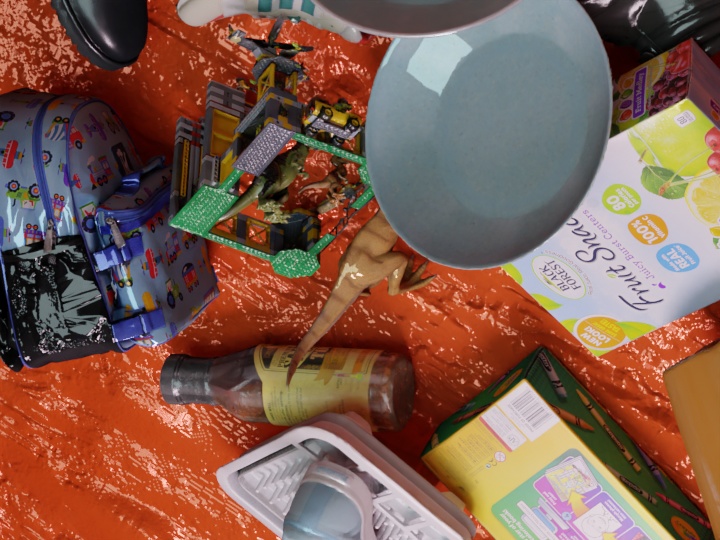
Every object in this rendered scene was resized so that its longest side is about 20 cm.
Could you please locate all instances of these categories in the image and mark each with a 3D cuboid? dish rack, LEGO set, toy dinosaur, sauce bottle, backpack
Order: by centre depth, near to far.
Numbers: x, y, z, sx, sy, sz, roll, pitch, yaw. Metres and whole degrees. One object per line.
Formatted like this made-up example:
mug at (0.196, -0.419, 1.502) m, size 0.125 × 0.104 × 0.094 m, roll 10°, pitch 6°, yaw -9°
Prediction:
LEGO set at (-0.052, -0.097, 1.596) m, size 0.154 × 0.116 × 0.200 m, roll 14°, pitch 143°, yaw -18°
toy dinosaur at (0.000, 0.000, 1.603) m, size 0.060 × 0.106 × 0.200 m, roll 31°, pitch 87°, yaw 27°
backpack at (-0.204, -0.044, 1.636) m, size 0.134 × 0.183 × 0.200 m, roll -11°, pitch 99°, yaw 18°
dish rack at (-0.007, 0.176, 1.691) m, size 0.172 × 0.044 × 0.200 m, roll 40°, pitch 148°, yaw -12°
sauce bottle at (-0.059, 0.089, 1.700) m, size 0.200 × 0.066 × 0.066 m, roll 2°, pitch 115°, yaw 19°

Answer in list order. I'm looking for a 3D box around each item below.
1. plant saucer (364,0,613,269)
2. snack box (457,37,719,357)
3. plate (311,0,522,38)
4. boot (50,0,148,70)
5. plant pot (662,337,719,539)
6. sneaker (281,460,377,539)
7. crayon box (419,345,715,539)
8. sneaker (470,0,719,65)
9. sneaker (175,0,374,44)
plant saucer at (0.092, -0.098, 1.449) m, size 0.201 × 0.039 × 0.201 m, roll -8°, pitch 78°, yaw 39°
snack box at (0.192, -0.044, 1.496) m, size 0.200 × 0.068 × 0.169 m, roll -28°, pitch 125°, yaw 35°
plate at (0.047, -0.234, 1.451) m, size 0.200 × 0.200 × 0.026 m, roll 9°, pitch 156°, yaw 18°
boot at (-0.151, -0.253, 1.561) m, size 0.168 × 0.076 × 0.200 m, roll -12°, pitch 103°, yaw 31°
plant pot at (0.306, 0.119, 1.504) m, size 0.200 × 0.200 × 0.183 m, roll -32°, pitch 85°, yaw 31°
sneaker at (-0.029, 0.226, 1.660) m, size 0.074 × 0.082 × 0.200 m, roll 18°, pitch 148°, yaw 24°
crayon box at (0.157, 0.170, 1.656) m, size 0.200 × 0.058 × 0.119 m, roll 47°, pitch 123°, yaw -5°
sneaker at (0.171, -0.162, 1.478) m, size 0.200 × 0.071 × 0.099 m, roll -20°, pitch 101°, yaw 24°
sneaker at (-0.038, -0.193, 1.548) m, size 0.200 × 0.070 × 0.093 m, roll -20°, pitch 100°, yaw 26°
